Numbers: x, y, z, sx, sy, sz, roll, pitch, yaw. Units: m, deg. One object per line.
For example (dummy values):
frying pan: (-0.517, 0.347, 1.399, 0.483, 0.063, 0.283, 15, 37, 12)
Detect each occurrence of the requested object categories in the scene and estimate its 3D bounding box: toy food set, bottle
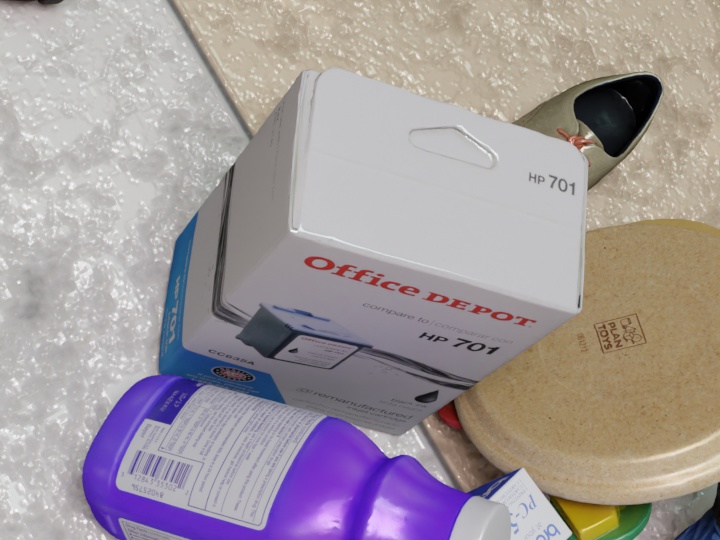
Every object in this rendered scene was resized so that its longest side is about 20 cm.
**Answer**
toy food set: (0.139, 0.049, 0.832, 0.196, 0.049, 0.201, -25, 42, -7)
bottle: (-0.029, 0.106, 0.723, 0.198, 0.066, 0.084, 12, 49, 24)

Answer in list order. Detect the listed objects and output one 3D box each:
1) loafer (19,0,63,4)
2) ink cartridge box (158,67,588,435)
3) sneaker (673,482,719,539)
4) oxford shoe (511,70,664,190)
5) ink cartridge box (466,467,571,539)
loafer: (-0.210, -0.234, 0.825, 0.070, 0.073, 0.202, -16, 78, -29)
ink cartridge box: (0.000, 0.000, 0.758, 0.145, 0.200, 0.087, 15, 65, -18)
sneaker: (0.187, 0.154, 0.808, 0.199, 0.112, 0.077, -37, 64, -10)
oxford shoe: (0.099, -0.060, 0.898, 0.071, 0.075, 0.200, 49, 60, -1)
ink cartridge box: (0.007, 0.180, 0.754, 0.199, 0.094, 0.044, -37, 88, -30)
